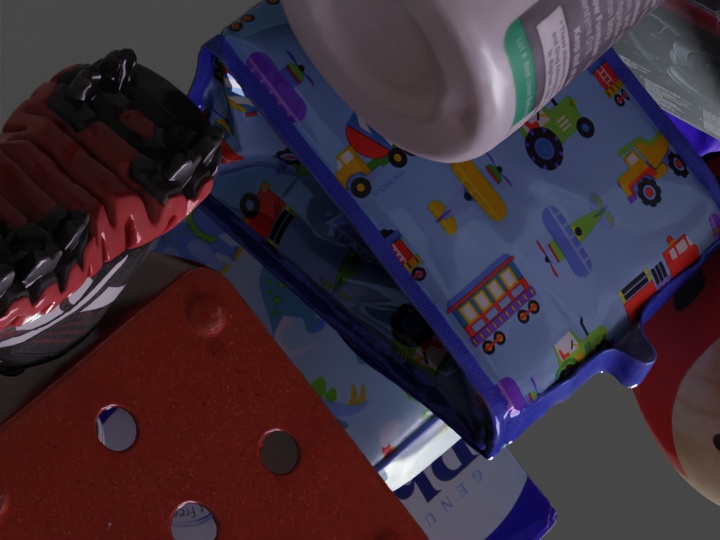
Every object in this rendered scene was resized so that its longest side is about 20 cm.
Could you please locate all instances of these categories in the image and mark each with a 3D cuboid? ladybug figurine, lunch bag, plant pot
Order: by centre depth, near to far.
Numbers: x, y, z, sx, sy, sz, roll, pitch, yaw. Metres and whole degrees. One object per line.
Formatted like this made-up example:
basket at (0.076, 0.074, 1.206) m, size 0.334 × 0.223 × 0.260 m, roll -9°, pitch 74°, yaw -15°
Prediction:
plant pot at (-0.091, 0.105, 1.066) m, size 0.200 × 0.200 × 0.176 m, roll -40°, pitch -175°, yaw -30°
lunch bag at (0.045, -0.035, 1.173) m, size 0.150 × 0.200 × 0.094 m, roll -39°, pitch 170°, yaw -32°
ladybug figurine at (0.157, 0.015, 1.242) m, size 0.136 × 0.072 × 0.200 m, roll -49°, pitch -154°, yaw 20°
lunch bag at (0.000, 0.000, 1.274) m, size 0.200 × 0.161 × 0.082 m, roll -40°, pitch 168°, yaw -12°

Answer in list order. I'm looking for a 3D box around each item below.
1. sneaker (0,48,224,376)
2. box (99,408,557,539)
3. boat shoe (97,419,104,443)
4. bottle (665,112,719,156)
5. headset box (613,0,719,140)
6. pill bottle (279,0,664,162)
sneaker at (-0.121, -0.002, 0.959) m, size 0.098 × 0.071 × 0.200 m, roll -52°, pitch 171°, yaw 30°
box at (-0.042, 0.104, 1.405) m, size 0.184 × 0.200 × 0.105 m, roll -41°, pitch -178°, yaw -29°
boat shoe at (-0.165, 0.089, 1.212) m, size 0.200 × 0.071 × 0.064 m, roll -33°, pitch 168°, yaw -49°
bottle at (0.123, -0.099, 1.511) m, size 0.065 × 0.084 × 0.200 m, roll -49°, pitch -161°, yaw -4°
headset box at (0.158, -0.117, 1.266) m, size 0.077 × 0.148 × 0.200 m, roll -59°, pitch 166°, yaw -10°
pill bottle at (0.073, -0.139, 1.099) m, size 0.200 × 0.113 × 0.113 m, roll -40°, pitch 171°, yaw -25°
